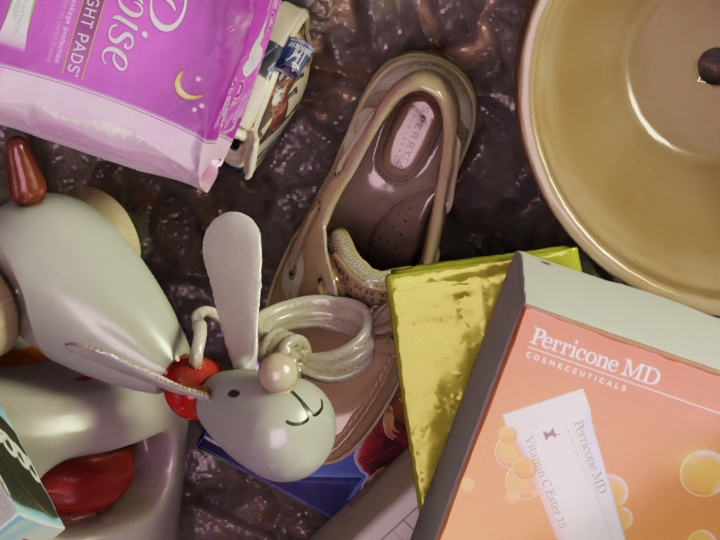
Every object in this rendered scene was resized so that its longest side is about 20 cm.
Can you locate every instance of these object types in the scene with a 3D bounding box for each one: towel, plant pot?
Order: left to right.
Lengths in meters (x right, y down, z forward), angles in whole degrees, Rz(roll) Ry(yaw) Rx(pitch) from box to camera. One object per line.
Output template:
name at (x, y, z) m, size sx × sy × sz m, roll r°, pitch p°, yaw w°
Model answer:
towel at (0.066, 0.090, 1.106) m, size 0.086 × 0.018 × 0.201 m, roll -8°, pitch 103°, yaw 3°
plant pot at (0.164, -0.085, 1.111) m, size 0.200 × 0.093 × 0.201 m, roll 0°, pitch 99°, yaw -2°

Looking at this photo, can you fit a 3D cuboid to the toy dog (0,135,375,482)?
toy dog at (-0.094, 0.007, 1.061) m, size 0.200 × 0.132 × 0.096 m, roll 12°, pitch 129°, yaw 15°

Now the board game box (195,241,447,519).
board game box at (0.040, 0.072, 1.211) m, size 0.200 × 0.034 × 0.136 m, roll 29°, pitch 108°, yaw -2°

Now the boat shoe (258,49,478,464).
boat shoe at (0.000, 0.000, 1.142) m, size 0.072 × 0.065 × 0.200 m, roll 21°, pitch 106°, yaw 0°

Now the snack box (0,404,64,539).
snack box at (-0.214, 0.058, 1.050) m, size 0.116 × 0.037 × 0.200 m, roll -38°, pitch 62°, yaw 13°

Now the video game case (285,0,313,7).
video game case at (-0.091, -0.191, 1.076) m, size 0.182 × 0.200 × 0.022 m, roll 21°, pitch 70°, yaw -1°

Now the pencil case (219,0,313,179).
pencil case at (-0.120, -0.113, 1.142) m, size 0.200 × 0.089 × 0.078 m, roll 22°, pitch 121°, yaw -1°

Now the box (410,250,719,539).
box at (0.090, 0.111, 1.051) m, size 0.124 × 0.097 × 0.200 m, roll 18°, pitch 103°, yaw -2°

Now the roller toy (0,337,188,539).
roller toy at (-0.172, 0.095, 1.161) m, size 0.182 × 0.200 × 0.140 m, roll 6°, pitch 108°, yaw -2°

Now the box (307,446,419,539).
box at (0.063, 0.111, 1.161) m, size 0.200 × 0.078 × 0.095 m, roll -42°, pitch 98°, yaw 16°

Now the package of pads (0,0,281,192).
package of pads at (-0.137, -0.119, 1.067) m, size 0.200 × 0.076 × 0.121 m, roll 18°, pitch 96°, yaw 0°
